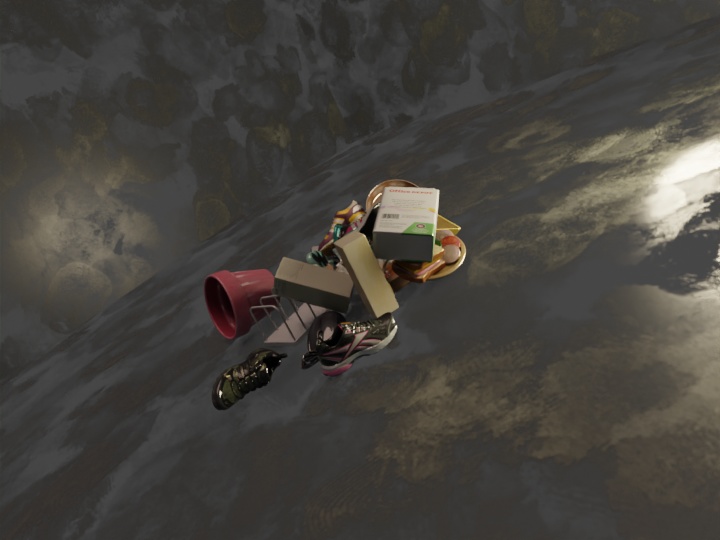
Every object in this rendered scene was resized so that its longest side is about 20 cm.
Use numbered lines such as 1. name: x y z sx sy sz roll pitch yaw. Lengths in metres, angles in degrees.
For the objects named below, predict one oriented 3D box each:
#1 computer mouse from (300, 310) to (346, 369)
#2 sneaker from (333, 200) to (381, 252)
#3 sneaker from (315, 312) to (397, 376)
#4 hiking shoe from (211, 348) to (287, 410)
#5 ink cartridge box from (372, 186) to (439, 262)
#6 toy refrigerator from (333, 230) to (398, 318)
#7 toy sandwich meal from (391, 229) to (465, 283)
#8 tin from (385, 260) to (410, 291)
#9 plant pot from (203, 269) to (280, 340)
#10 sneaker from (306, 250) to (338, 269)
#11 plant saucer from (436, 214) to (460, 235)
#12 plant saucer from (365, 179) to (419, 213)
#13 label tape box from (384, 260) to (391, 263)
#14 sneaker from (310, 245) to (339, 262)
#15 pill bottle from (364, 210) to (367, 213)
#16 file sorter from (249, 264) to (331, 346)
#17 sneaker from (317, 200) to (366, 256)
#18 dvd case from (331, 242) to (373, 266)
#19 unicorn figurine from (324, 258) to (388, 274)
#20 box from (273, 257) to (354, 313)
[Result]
1. computer mouse: -0.082 0.148 1.340 0.137 0.053 0.201 -25 20 12
2. sneaker: -0.006 -0.113 1.506 0.119 0.084 0.201 5 47 44
3. sneaker: -0.010 0.143 1.204 0.198 0.087 0.080 -34 22 -17
4. hiking shoe: -0.261 0.247 1.298 0.100 0.077 0.200 -13 24 44
5. ink cartridge box: 0.115 -0.117 1.363 0.142 0.085 0.202 4 40 9
6. toy refrigerator: 0.017 0.010 1.327 0.069 0.202 0.076 -30 19 -11
7. toy sandwich meal: 0.165 -0.050 1.392 0.201 0.071 0.207 -11 39 9
8. tin: 0.117 -0.004 1.472 0.199 0.042 0.112 -35 17 -17
9. plant pot: -0.350 0.083 1.679 0.177 0.204 0.198 -22 13 -37
10. sneaker: -0.141 0.020 1.622 0.139 0.079 0.200 -32 -25 12
11. plant saucer: 0.156 -0.118 1.575 0.196 0.049 0.200 -4 19 -15
12. plant saucer: 0.114 -0.187 1.708 0.199 0.201 0.035 -34 -19 -17
13. label tape box: 0.051 -0.055 1.645 0.142 0.067 0.200 -9 29 43
14. sneaker: -0.114 -0.033 1.829 0.086 0.076 0.200 -17 26 -6
15. pill bottle: 0.061 -0.152 1.797 0.197 0.114 0.113 -26 19 6
16. file sorter: -0.181 0.093 1.500 0.137 0.126 0.200 -8 28 44
17. sneaker: -0.064 -0.130 1.752 0.199 0.075 0.091 -39 57 11
18. dvd case: -0.007 -0.073 1.640 0.144 0.022 0.200 -31 16 -3
19. unicorn figurine: 0.000 0.000 1.469 0.197 0.074 0.138 -25 28 12
20. box: -0.116 0.037 1.408 0.196 0.069 0.083 16 45 2
